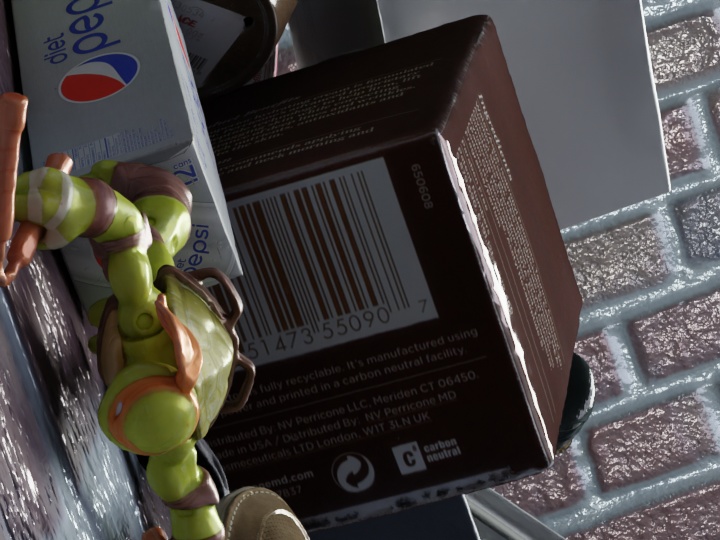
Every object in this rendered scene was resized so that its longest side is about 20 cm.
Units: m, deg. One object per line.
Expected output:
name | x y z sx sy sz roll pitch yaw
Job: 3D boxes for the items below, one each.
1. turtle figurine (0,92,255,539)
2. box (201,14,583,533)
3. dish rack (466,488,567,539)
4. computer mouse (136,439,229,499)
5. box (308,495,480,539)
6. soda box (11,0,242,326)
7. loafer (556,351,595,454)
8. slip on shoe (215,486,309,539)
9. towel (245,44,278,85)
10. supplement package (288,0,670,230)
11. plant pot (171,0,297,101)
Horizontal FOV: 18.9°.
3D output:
turtle figurine | -0.071 0.016 0.713 0.161 0.064 0.201 -108 179 -69
box | 0.000 0.000 1.020 0.200 0.165 0.165 -64 136 -67
dish rack | 0.057 0.221 1.353 0.200 0.043 0.172 31 -69 35
computer mouse | -0.054 0.132 0.814 0.201 0.034 0.059 67 19 12
box | 0.024 0.202 1.204 0.197 0.123 0.201 75 -5 -76
soda box | -0.099 -0.068 0.877 0.200 0.063 0.068 -109 180 -53
loafer | 0.032 0.066 1.244 0.072 0.199 0.073 102 9 -54
slip on shoe | -0.020 0.131 0.738 0.076 0.060 0.200 56 12 -17
towel | -0.067 -0.084 1.224 0.200 0.030 0.147 -106 -158 -88
supplement package | 0.053 -0.135 1.201 0.200 0.146 0.192 -134 -151 -62
plant pot | -0.090 -0.182 1.053 0.187 0.186 0.201 71 10 -49
